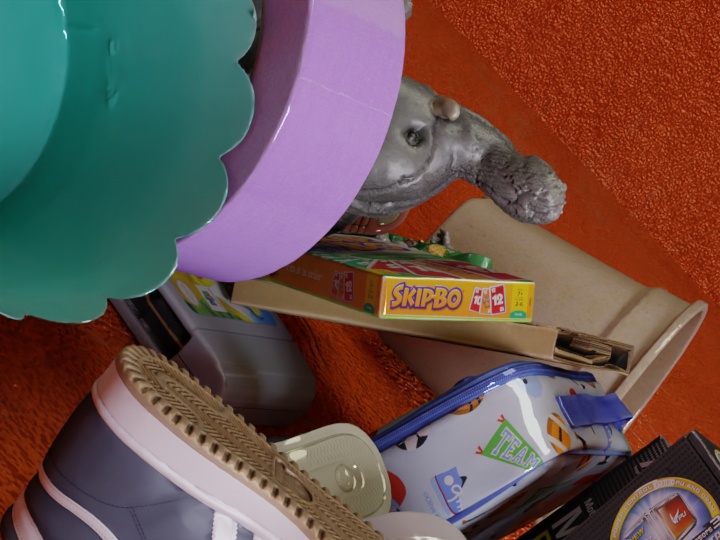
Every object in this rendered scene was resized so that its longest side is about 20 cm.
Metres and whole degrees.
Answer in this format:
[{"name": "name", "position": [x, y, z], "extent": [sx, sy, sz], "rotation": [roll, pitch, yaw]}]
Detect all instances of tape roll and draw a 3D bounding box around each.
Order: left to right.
[{"name": "tape roll", "position": [-0.071, -0.099, 0.875], "extent": [0.065, 0.200, 0.201], "rotation": [17, 31, -43]}]

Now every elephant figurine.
[{"name": "elephant figurine", "position": [-0.010, -0.083, 0.955], "extent": [0.141, 0.155, 0.201], "rotation": [19, 41, -42]}]

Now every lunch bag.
[{"name": "lunch bag", "position": [0.068, 0.108, 1.001], "extent": [0.076, 0.160, 0.200], "rotation": [61, 17, 15]}]

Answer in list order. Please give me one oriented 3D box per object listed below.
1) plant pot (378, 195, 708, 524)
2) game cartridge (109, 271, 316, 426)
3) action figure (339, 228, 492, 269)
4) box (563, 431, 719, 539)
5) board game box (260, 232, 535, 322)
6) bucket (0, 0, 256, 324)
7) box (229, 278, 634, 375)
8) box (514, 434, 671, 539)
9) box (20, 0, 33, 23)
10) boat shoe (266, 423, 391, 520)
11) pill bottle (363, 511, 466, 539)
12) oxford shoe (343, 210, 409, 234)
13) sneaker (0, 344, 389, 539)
[{"name": "plant pot", "position": [0.121, 0.050, 1.302], "extent": [0.183, 0.201, 0.200], "rotation": [38, 12, 15]}, {"name": "game cartridge", "position": [-0.107, 0.004, 1.039], "extent": [0.200, 0.040, 0.133], "rotation": [52, 12, 19]}, {"name": "action figure", "position": [0.023, -0.007, 1.115], "extent": [0.117, 0.055, 0.200], "rotation": [16, 0, -32]}, {"name": "box", "position": [0.130, 0.201, 0.836], "extent": [0.044, 0.200, 0.161], "rotation": [32, 21, -47]}, {"name": "board game box", "position": [0.000, 0.000, 0.980], "extent": [0.095, 0.030, 0.200], "rotation": [2, 5, -31]}, {"name": "bucket", "position": [-0.158, -0.089, 0.771], "extent": [0.134, 0.209, 0.207], "rotation": [14, -12, 44]}, {"name": "box", "position": [0.047, 0.032, 1.051], "extent": [0.198, 0.021, 0.163], "rotation": [9, -2, 25]}, {"name": "box", "position": [0.138, 0.201, 0.955], "extent": [0.044, 0.160, 0.200], "rotation": [45, 15, -28]}, {"name": "box", "position": [-0.206, -0.137, 0.966], "extent": [0.074, 0.101, 0.200], "rotation": [0, 28, -6]}, {"name": "boat shoe", "position": [-0.070, 0.111, 0.827], "extent": [0.199, 0.067, 0.072], "rotation": [4, 69, -51]}, {"name": "pill bottle", "position": [0.037, 0.202, 0.773], "extent": [0.112, 0.112, 0.201], "rotation": [36, 18, -34]}, {"name": "oxford shoe", "position": [-0.062, -0.074, 1.081], "extent": [0.199, 0.071, 0.074], "rotation": [24, -8, 1]}, {"name": "sneaker", "position": [-0.051, 0.133, 0.705], "extent": [0.200, 0.109, 0.070], "rotation": [42, 11, -5]}]
